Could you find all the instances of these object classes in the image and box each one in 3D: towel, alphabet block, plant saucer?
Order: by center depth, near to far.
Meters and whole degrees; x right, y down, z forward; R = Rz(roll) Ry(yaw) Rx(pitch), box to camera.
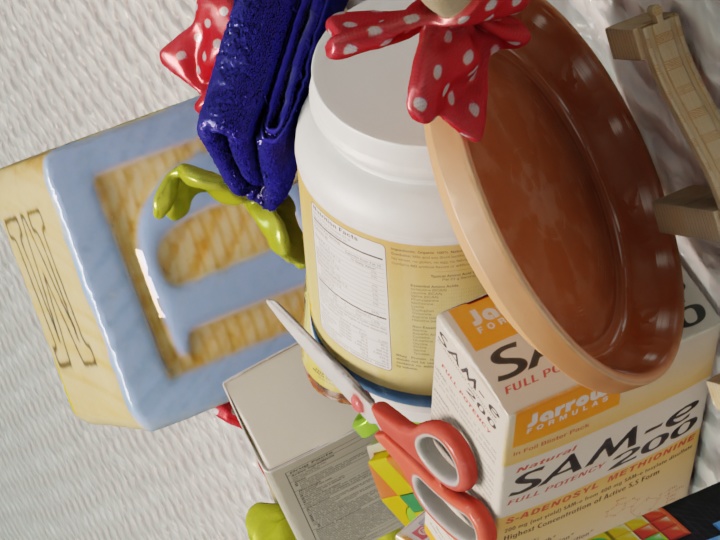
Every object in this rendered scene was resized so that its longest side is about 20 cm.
[{"bbox_3d":[0.086,-0.037,1.303,0.200,0.032,0.201,39,-141,-40],"label":"plant saucer"},{"bbox_3d":[-0.028,-0.141,1.516,0.148,0.049,0.201,61,-134,-74],"label":"towel"},{"bbox_3d":[-0.120,-0.013,1.927,0.200,0.195,0.197,-6,103,71],"label":"alphabet block"}]

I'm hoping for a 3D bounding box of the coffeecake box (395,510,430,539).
[{"bbox_3d":[0.119,0.224,1.569,0.200,0.073,0.154,31,144,33],"label":"coffeecake box"}]

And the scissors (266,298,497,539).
[{"bbox_3d":[0.007,0.081,1.473,0.200,0.014,0.073,33,145,48],"label":"scissors"}]

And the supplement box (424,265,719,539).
[{"bbox_3d":[0.105,0.083,1.450,0.074,0.126,0.200,56,160,32],"label":"supplement box"}]

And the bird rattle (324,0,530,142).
[{"bbox_3d":[0.069,-0.147,1.153,0.163,0.199,0.113,63,-178,-71],"label":"bird rattle"}]

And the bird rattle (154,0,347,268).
[{"bbox_3d":[-0.049,-0.107,1.735,0.163,0.112,0.201,-40,33,46],"label":"bird rattle"}]

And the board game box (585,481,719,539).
[{"bbox_3d":[0.206,0.147,1.145,0.200,0.165,0.057,44,152,54],"label":"board game box"}]

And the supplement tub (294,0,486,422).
[{"bbox_3d":[0.040,-0.033,1.480,0.145,0.144,0.200,54,158,40],"label":"supplement tub"}]

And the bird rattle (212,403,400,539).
[{"bbox_3d":[-0.046,0.169,2.064,0.200,0.112,0.163,55,175,46],"label":"bird rattle"}]

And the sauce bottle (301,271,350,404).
[{"bbox_3d":[0.000,0.000,1.657,0.066,0.066,0.200,58,157,32],"label":"sauce bottle"}]

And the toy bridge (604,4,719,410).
[{"bbox_3d":[0.162,-0.027,1.309,0.067,0.027,0.201,16,125,68],"label":"toy bridge"}]

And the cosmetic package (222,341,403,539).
[{"bbox_3d":[-0.015,0.114,1.833,0.073,0.103,0.200,62,175,25],"label":"cosmetic package"}]

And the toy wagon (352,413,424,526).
[{"bbox_3d":[0.076,0.133,1.657,0.155,0.040,0.200,48,159,-9],"label":"toy wagon"}]
